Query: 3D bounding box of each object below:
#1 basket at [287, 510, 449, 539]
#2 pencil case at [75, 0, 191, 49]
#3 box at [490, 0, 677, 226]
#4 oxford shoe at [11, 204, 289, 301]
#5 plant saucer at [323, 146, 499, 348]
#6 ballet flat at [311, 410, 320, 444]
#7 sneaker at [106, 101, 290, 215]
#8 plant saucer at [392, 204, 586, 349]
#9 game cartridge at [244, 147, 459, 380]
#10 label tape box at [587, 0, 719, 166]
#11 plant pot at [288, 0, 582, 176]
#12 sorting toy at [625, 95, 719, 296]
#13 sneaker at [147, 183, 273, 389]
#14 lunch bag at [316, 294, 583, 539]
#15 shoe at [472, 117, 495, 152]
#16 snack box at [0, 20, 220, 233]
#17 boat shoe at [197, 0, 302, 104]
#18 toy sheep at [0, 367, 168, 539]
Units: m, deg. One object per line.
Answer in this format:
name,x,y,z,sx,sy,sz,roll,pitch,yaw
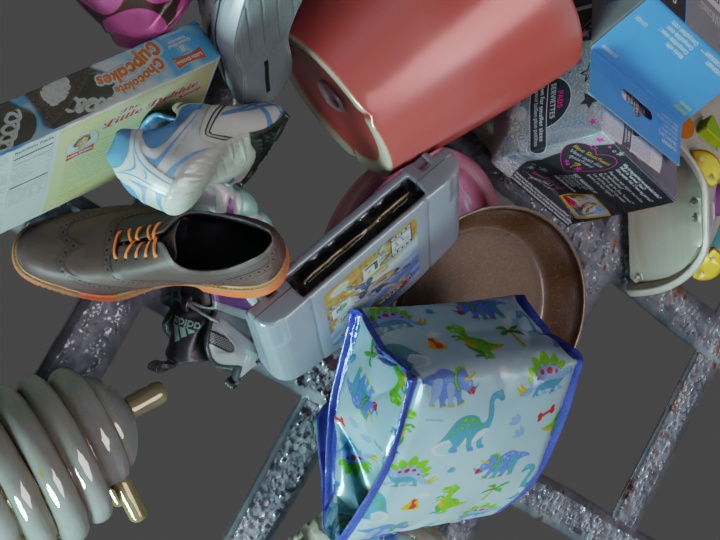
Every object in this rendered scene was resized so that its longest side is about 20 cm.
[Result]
basket,-0.006,0.302,1.300,0.200,0.139,0.176,-53,136,2
pencil case,-0.185,-0.245,0.979,0.094,0.090,0.200,-56,135,-18
box,0.198,-0.163,1.265,0.132,0.114,0.201,34,54,-43
oxford shoe,-0.151,-0.021,1.042,0.199,0.073,0.072,-1,74,-1
plant saucer,0.037,-0.013,1.279,0.200,0.051,0.202,-16,115,-37
ballet flat,0.027,0.169,1.328,0.200,0.074,0.074,42,78,-42
sneaker,-0.108,-0.092,1.032,0.072,0.072,0.200,-53,174,23
plant saucer,0.105,0.038,1.278,0.199,0.037,0.202,-8,107,-27
game cartridge,0.000,0.000,1.144,0.200,0.042,0.133,-40,155,-13
label tape box,0.250,-0.209,1.200,0.144,0.063,0.201,28,57,-42
plant pot,0.042,-0.183,1.139,0.177,0.200,0.201,-39,128,-9
sorting toy,0.345,-0.095,1.501,0.180,0.106,0.201,-40,130,-47
sneaker,-0.122,0.017,1.133,0.140,0.078,0.200,-49,130,-17
lunch bag,0.063,0.128,1.188,0.169,0.128,0.201,-4,122,-27
shoe,0.149,-0.118,1.340,0.200,0.053,0.070,39,36,-45
snack box,-0.195,-0.092,1.014,0.199,0.037,0.116,-29,166,-30
boat shoe,-0.087,-0.181,1.034,0.073,0.067,0.200,-39,167,-21
toy sheep,-0.225,0.138,1.056,0.199,0.138,0.139,-31,124,-23
